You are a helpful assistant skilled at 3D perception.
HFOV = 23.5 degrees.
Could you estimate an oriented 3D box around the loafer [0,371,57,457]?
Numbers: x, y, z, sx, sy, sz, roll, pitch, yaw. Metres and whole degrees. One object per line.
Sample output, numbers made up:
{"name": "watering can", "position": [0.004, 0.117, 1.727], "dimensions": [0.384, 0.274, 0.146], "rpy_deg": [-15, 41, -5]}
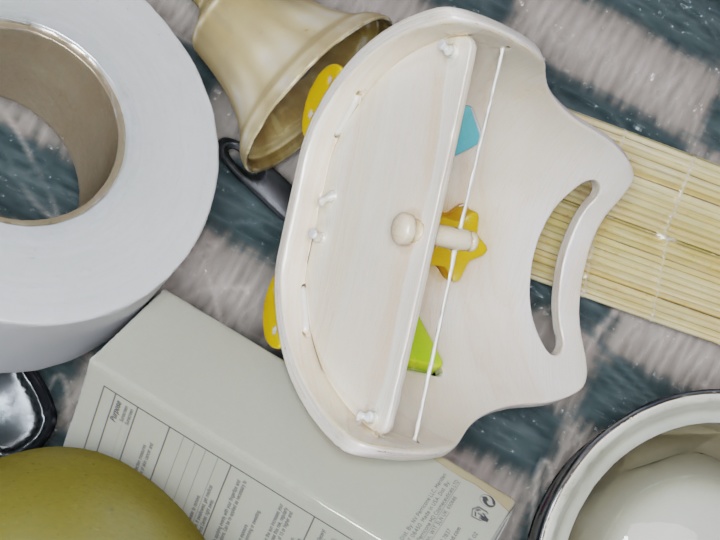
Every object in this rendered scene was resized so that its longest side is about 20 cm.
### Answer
{"name": "loafer", "position": [-0.230, 0.020, 0.842], "dimensions": [0.201, 0.070, 0.068], "rpy_deg": [44, 82, -5]}

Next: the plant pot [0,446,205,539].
{"name": "plant pot", "position": [-0.135, 0.158, 0.748], "dimensions": [0.199, 0.142, 0.201], "rpy_deg": [0, 117, -1]}

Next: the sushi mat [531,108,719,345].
{"name": "sushi mat", "position": [0.169, -0.018, 0.946], "dimensions": [0.199, 0.012, 0.096], "rpy_deg": [19, 85, -8]}

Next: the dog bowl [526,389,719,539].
{"name": "dog bowl", "position": [0.175, 0.162, 0.906], "dimensions": [0.199, 0.074, 0.201], "rpy_deg": [1, 87, -11]}

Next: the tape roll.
{"name": "tape roll", "position": [-0.170, -0.057, 0.821], "dimensions": [0.201, 0.071, 0.204], "rpy_deg": [11, 63, -22]}

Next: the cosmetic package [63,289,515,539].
{"name": "cosmetic package", "position": [-0.040, 0.109, 0.822], "dimensions": [0.199, 0.104, 0.073], "rpy_deg": [32, 39, 9]}

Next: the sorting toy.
{"name": "sorting toy", "position": [0.059, -0.010, 0.844], "dimensions": [0.179, 0.107, 0.201], "rpy_deg": [12, 92, -37]}

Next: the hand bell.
{"name": "hand bell", "position": [-0.090, -0.155, 0.881], "dimensions": [0.104, 0.104, 0.200], "rpy_deg": [-44, 81, -10]}

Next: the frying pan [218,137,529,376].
{"name": "frying pan", "position": [-0.004, 0.016, 0.902], "dimensions": [0.189, 0.031, 0.115], "rpy_deg": [20, 75, 1]}
